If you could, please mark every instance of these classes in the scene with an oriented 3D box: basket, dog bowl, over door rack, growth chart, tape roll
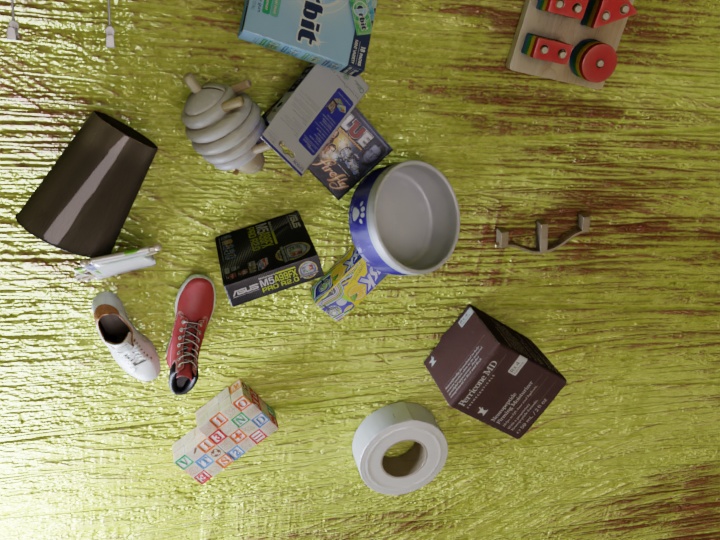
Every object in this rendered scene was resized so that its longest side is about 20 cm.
[{"bbox_3d":[-0.421,-0.138,1.215,0.200,0.136,0.180,-57,162,6],"label":"basket"},{"bbox_3d":[0.080,-0.091,1.358,0.200,0.079,0.200,2,86,-37],"label":"dog bowl"},{"bbox_3d":[-0.432,-0.422,1.099,0.148,0.067,0.200,-1,95,-15],"label":"over door rack"},{"bbox_3d":[-0.405,-0.008,1.270,0.145,0.200,0.018,-12,86,-18],"label":"growth chart"},{"bbox_3d":[0.086,0.387,1.658,0.202,0.071,0.203,-6,117,-12],"label":"tape roll"}]

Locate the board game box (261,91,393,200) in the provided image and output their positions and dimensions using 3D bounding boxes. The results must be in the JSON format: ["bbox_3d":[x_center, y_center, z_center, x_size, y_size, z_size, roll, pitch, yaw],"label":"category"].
[{"bbox_3d":[-0.056,-0.237,1.325,0.135,0.035,0.200,-43,119,7],"label":"board game box"}]

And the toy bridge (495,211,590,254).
[{"bbox_3d":[0.364,-0.068,1.534,0.200,0.027,0.067,-11,119,-10],"label":"toy bridge"}]

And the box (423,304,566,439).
[{"bbox_3d":[0.273,0.208,1.567,0.200,0.164,0.166,29,105,-26],"label":"box"}]

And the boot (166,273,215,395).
[{"bbox_3d":[-0.303,0.117,1.371,0.072,0.144,0.200,11,111,-19],"label":"boot"}]

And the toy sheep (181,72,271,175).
[{"bbox_3d":[-0.217,-0.236,1.226,0.138,0.138,0.200,-31,124,1],"label":"toy sheep"}]

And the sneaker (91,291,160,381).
[{"bbox_3d":[-0.426,0.139,1.382,0.073,0.085,0.200,-28,121,-3],"label":"sneaker"}]

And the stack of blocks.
[{"bbox_3d":[-0.280,0.324,1.529,0.200,0.059,0.115,-38,119,5],"label":"stack of blocks"}]

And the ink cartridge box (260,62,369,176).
[{"bbox_3d":[-0.079,-0.258,1.236,0.099,0.039,0.200,45,72,-29],"label":"ink cartridge box"}]

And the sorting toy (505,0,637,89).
[{"bbox_3d":[0.383,-0.428,1.335,0.199,0.070,0.200,7,113,-19],"label":"sorting toy"}]

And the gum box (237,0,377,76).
[{"bbox_3d":[-0.075,-0.415,1.187,0.200,0.045,0.170,12,85,-21],"label":"gum box"}]

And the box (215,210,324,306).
[{"bbox_3d":[-0.160,-0.026,1.307,0.160,0.200,0.044,-19,119,-5],"label":"box"}]

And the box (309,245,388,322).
[{"bbox_3d":[0.000,0.000,1.444,0.200,0.064,0.070,-45,119,8],"label":"box"}]
